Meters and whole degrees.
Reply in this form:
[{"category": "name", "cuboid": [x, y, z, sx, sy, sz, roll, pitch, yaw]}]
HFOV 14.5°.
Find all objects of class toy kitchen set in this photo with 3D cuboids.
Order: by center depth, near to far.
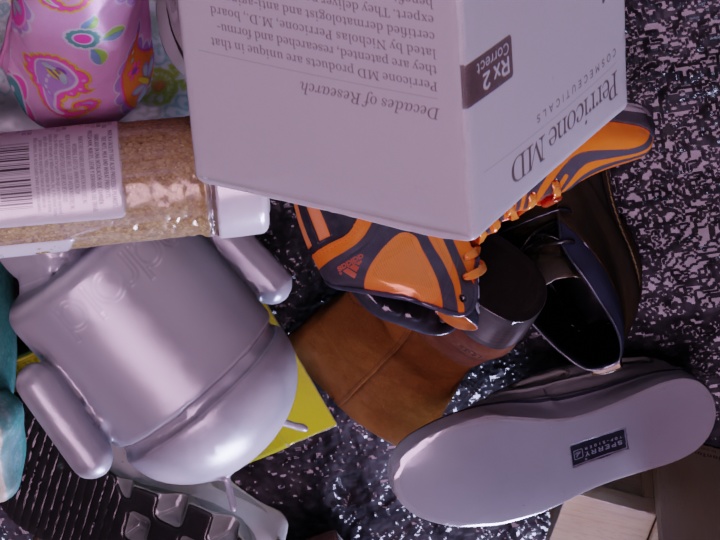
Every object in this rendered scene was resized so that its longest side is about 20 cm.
[{"category": "toy kitchen set", "cuboid": [0.193, 0.223, 1.673, 0.200, 0.163, 0.181, 15, 119, -5]}]

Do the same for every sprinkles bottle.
[{"category": "sprinkles bottle", "cuboid": [-0.149, -0.043, 1.469, 0.200, 0.068, 0.068, -6, 119, -4]}]

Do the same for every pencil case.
[{"category": "pencil case", "cuboid": [-0.144, -0.154, 1.430, 0.087, 0.088, 0.200, 6, 150, -1]}]

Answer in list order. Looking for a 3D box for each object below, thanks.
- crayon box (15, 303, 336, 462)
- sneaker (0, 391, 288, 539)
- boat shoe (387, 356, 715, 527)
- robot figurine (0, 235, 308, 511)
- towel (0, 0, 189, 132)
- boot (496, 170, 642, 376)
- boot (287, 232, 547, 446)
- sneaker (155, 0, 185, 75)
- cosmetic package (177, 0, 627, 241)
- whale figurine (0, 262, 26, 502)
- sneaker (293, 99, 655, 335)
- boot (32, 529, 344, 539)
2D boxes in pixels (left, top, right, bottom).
[{"category": "crayon box", "cuboid": [-0.127, 0.070, 1.667, 0.200, 0.051, 0.127, -22, 116, 15]}, {"category": "sneaker", "cuboid": [-0.133, 0.126, 1.632, 0.200, 0.088, 0.074, 29, 113, 15]}, {"category": "boat shoe", "cuboid": [0.103, 0.090, 1.627, 0.200, 0.066, 0.072, -18, 115, -16]}, {"category": "robot figurine", "cuboid": [-0.113, 0.036, 1.552, 0.170, 0.113, 0.200, -45, 101, -21]}, {"category": "towel", "cuboid": [-0.164, -0.132, 1.558, 0.200, 0.048, 0.171, 39, 114, -18]}, {"category": "boot", "cuboid": [0.104, -0.035, 1.571, 0.075, 0.097, 0.200, -26, 115, 17]}, {"category": "boot", "cuboid": [0.000, 0.000, 1.591, 0.188, 0.069, 0.200, 36, 150, -3]}, {"category": "sneaker", "cuboid": [-0.077, -0.193, 1.461, 0.076, 0.115, 0.201, -16, 101, -14]}, {"category": "cosmetic package", "cuboid": [0.020, -0.149, 1.365, 0.165, 0.165, 0.200, 13, 124, 30]}, {"category": "whale figurine", "cuboid": [-0.227, 0.033, 1.580, 0.104, 0.200, 0.159, -24, 144, -23]}, {"category": "sneaker", "cuboid": [0.066, -0.025, 1.476, 0.200, 0.078, 0.112, -10, 77, -11]}, {"category": "boot", "cuboid": [-0.091, 0.184, 1.697, 0.166, 0.072, 0.200, -23, 142, 8]}]
